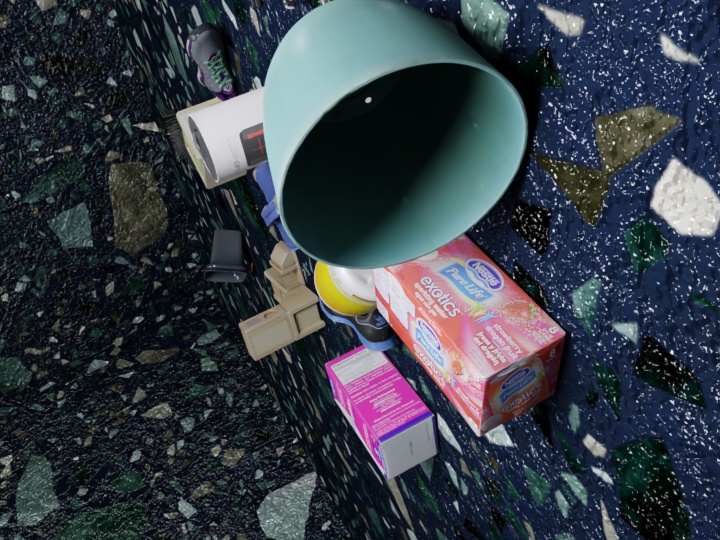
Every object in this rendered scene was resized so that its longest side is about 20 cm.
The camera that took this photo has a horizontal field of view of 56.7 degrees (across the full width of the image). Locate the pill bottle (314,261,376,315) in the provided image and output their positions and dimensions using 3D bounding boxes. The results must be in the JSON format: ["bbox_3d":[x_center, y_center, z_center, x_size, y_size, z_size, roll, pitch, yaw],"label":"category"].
[{"bbox_3d":[0.000,0.000,0.884,0.109,0.109,0.200,64,163,5],"label":"pill bottle"}]

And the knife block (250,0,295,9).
[{"bbox_3d":[-0.118,-0.386,0.722,0.200,0.064,0.176,-144,36,-87],"label":"knife block"}]

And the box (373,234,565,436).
[{"bbox_3d":[0.100,0.048,0.667,0.200,0.095,0.100,51,159,40],"label":"box"}]

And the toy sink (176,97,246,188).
[{"bbox_3d":[-0.332,-0.295,1.488,0.131,0.112,0.200,61,163,14],"label":"toy sink"}]

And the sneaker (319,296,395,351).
[{"bbox_3d":[-0.009,0.051,1.068,0.200,0.070,0.078,34,141,50],"label":"sneaker"}]

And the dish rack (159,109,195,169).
[{"bbox_3d":[-0.612,-0.436,2.255,0.200,0.054,0.153,64,164,4],"label":"dish rack"}]

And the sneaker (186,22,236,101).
[{"bbox_3d":[-0.270,-0.390,1.272,0.088,0.074,0.200,49,171,6],"label":"sneaker"}]

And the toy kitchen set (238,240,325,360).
[{"bbox_3d":[-0.211,0.052,1.477,0.200,0.180,0.164,35,145,52],"label":"toy kitchen set"}]

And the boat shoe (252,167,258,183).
[{"bbox_3d":[-0.146,-0.174,1.170,0.072,0.076,0.200,60,172,5],"label":"boat shoe"}]

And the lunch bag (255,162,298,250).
[{"bbox_3d":[-0.070,-0.108,0.910,0.136,0.132,0.200,66,163,-2],"label":"lunch bag"}]

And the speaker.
[{"bbox_3d":[-0.091,-0.173,0.761,0.081,0.200,0.081,56,161,30],"label":"speaker"}]

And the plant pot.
[{"bbox_3d":[0.011,-0.128,0.550,0.201,0.200,0.161,87,164,-51],"label":"plant pot"}]

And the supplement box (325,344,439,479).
[{"bbox_3d":[0.033,0.226,1.112,0.200,0.103,0.101,49,158,48],"label":"supplement box"}]

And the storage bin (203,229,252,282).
[{"bbox_3d":[-0.406,-0.044,2.062,0.200,0.145,0.135,147,125,-74],"label":"storage bin"}]

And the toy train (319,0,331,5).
[{"bbox_3d":[-0.052,-0.348,0.692,0.200,0.034,0.046,69,167,-9],"label":"toy train"}]
